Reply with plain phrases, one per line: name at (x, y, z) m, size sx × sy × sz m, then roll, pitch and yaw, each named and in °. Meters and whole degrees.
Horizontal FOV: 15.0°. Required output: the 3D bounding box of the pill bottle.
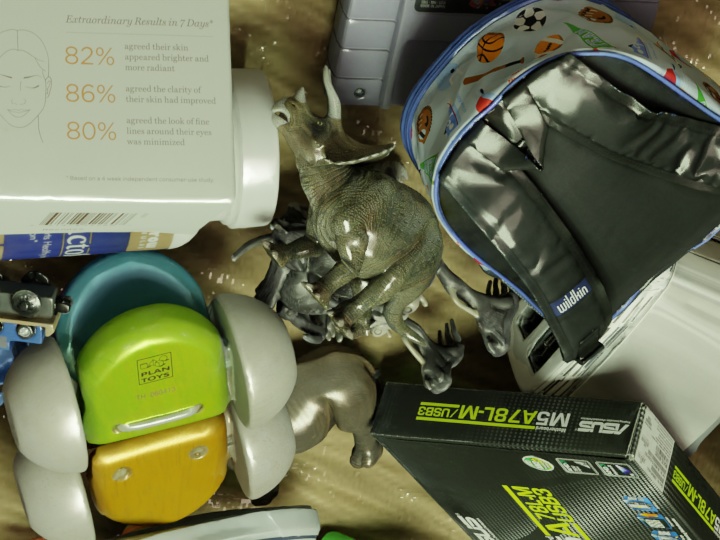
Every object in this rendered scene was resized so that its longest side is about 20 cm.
pill bottle at (-0.153, -0.067, 1.608) m, size 0.199 × 0.116 × 0.116 m, roll -4°, pitch 128°, yaw -13°

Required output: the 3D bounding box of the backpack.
backpack at (0.123, -0.076, 1.620) m, size 0.200 × 0.154 × 0.190 m, roll -45°, pitch 134°, yaw 12°

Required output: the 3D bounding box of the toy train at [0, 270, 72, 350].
toy train at (-0.267, 0.019, 1.603) m, size 0.199 × 0.034 × 0.046 m, roll 5°, pitch 117°, yaw 5°

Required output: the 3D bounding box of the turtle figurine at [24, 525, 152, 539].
turtle figurine at (-0.125, 0.224, 1.819) m, size 0.199 × 0.162 × 0.065 m, roll 3°, pitch 137°, yaw -29°

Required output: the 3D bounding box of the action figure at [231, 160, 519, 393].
action figure at (0.000, 0.000, 1.717) m, size 0.200 × 0.102 × 0.119 m, roll 30°, pitch 118°, yaw -35°

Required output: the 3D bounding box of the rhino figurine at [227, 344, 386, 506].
rhino figurine at (-0.072, 0.108, 1.805) m, size 0.199 × 0.060 × 0.088 m, roll -21°, pitch 134°, yaw 2°

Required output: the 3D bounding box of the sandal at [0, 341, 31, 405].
sandal at (-0.260, 0.014, 1.661) m, size 0.079 × 0.087 × 0.200 m, roll -35°, pitch 126°, yaw 14°

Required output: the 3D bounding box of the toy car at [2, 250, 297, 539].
toy car at (-0.137, 0.066, 1.688) m, size 0.174 × 0.151 × 0.200 m, roll -14°, pitch 146°, yaw -11°

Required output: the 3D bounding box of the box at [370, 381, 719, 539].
box at (0.133, 0.142, 1.810) m, size 0.192 × 0.048 × 0.200 m, roll 1°, pitch 151°, yaw 30°

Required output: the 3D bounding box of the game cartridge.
game cartridge at (0.084, -0.156, 1.663) m, size 0.199 × 0.038 × 0.130 m, roll 0°, pitch 131°, yaw -16°

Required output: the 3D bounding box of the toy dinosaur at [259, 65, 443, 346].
toy dinosaur at (0.010, -0.015, 1.602) m, size 0.102 × 0.077 × 0.200 m, roll -45°, pitch 126°, yaw -4°

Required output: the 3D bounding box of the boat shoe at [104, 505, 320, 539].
boat shoe at (-0.102, 0.192, 1.776) m, size 0.199 × 0.072 × 0.062 m, roll -8°, pitch 90°, yaw -47°

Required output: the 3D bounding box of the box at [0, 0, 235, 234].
box at (-0.155, -0.126, 1.500) m, size 0.151 × 0.201 × 0.106 m, roll 1°, pitch 170°, yaw -16°

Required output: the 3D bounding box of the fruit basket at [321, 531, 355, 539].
fruit basket at (-0.034, 0.291, 1.900) m, size 0.215 × 0.216 × 0.156 m, roll -34°, pitch 131°, yaw 11°

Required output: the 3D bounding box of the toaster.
toaster at (0.184, 0.042, 1.796) m, size 0.129 × 0.114 × 0.200 m, roll 26°, pitch 120°, yaw -27°
